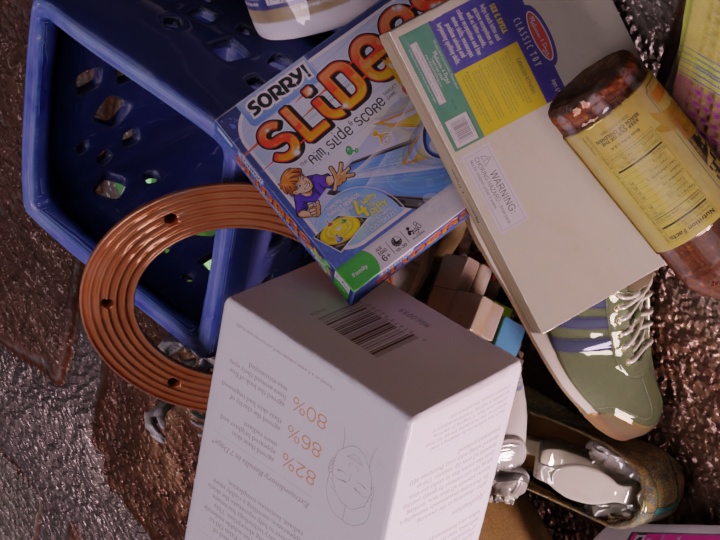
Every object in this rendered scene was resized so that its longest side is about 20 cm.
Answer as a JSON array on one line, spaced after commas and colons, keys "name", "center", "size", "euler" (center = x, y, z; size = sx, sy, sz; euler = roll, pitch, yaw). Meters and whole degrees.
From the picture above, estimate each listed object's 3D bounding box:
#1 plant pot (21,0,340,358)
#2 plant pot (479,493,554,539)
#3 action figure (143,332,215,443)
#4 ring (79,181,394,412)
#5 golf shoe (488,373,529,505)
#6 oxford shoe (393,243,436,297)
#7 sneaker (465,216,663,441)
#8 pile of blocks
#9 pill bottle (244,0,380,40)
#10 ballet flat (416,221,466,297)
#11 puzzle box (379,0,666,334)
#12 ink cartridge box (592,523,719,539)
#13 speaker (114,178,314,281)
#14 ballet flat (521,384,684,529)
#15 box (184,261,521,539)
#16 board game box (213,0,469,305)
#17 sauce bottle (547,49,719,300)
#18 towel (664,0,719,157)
[{"name": "plant pot", "center": [-0.096, -0.096, 1.536], "size": [0.200, 0.180, 0.200], "euler": [37, 140, 26]}, {"name": "plant pot", "center": [0.058, 0.202, 1.604], "size": [0.186, 0.186, 0.200], "euler": [-30, 75, 54]}, {"name": "action figure", "center": [-0.106, 0.099, 1.764], "size": [0.200, 0.102, 0.119], "euler": [60, 156, -5]}, {"name": "ring", "center": [-0.078, 0.017, 1.452], "size": [0.019, 0.200, 0.201], "euler": [-95, 9, -47]}, {"name": "golf shoe", "center": [0.034, 0.096, 1.500], "size": [0.200, 0.078, 0.097], "euler": [1, 77, 42]}, {"name": "oxford shoe", "center": [0.000, 0.000, 1.494], "size": [0.075, 0.058, 0.200], "euler": [46, 134, 33]}, {"name": "sneaker", "center": [0.150, 0.014, 1.423], "size": [0.090, 0.067, 0.200], "euler": [-23, 108, 37]}, {"name": "pile of blocks", "center": [0.079, 0.025, 1.494], "size": [0.082, 0.062, 0.200], "euler": [21, 172, -3]}, {"name": "pill bottle", "center": [-0.044, -0.253, 1.418], "size": [0.111, 0.111, 0.200], "euler": [1, 116, 49]}, {"name": "ballet flat", "center": [0.025, -0.018, 1.550], "size": [0.069, 0.063, 0.200], "euler": [49, 144, 22]}, {"name": "puzzle box", "center": [0.114, -0.081, 1.344], "size": [0.200, 0.133, 0.025], "euler": [63, 168, -6]}, {"name": "ink cartridge box", "center": [0.218, 0.207, 1.491], "size": [0.200, 0.037, 0.095], "euler": [-9, 129, 50]}, {"name": "speaker", "center": [-0.092, -0.014, 1.675], "size": [0.200, 0.088, 0.088], "euler": [50, 144, 10]}, {"name": "ballet flat", "center": [0.114, 0.118, 1.506], "size": [0.200, 0.071, 0.071], "euler": [20, 132, 21]}, {"name": "box", "center": [-0.009, 0.118, 1.393], "size": [0.152, 0.106, 0.200], "euler": [32, 126, 30]}, {"name": "board game box", "center": [0.031, -0.092, 1.376], "size": [0.135, 0.200, 0.034], "euler": [50, 167, 10]}, {"name": "sauce bottle", "center": [0.190, -0.034, 1.319], "size": [0.200, 0.066, 0.066], "euler": [50, 146, -14]}, {"name": "towel", "center": [0.253, -0.099, 1.257], "size": [0.200, 0.023, 0.144], "euler": [34, 137, 29]}]
